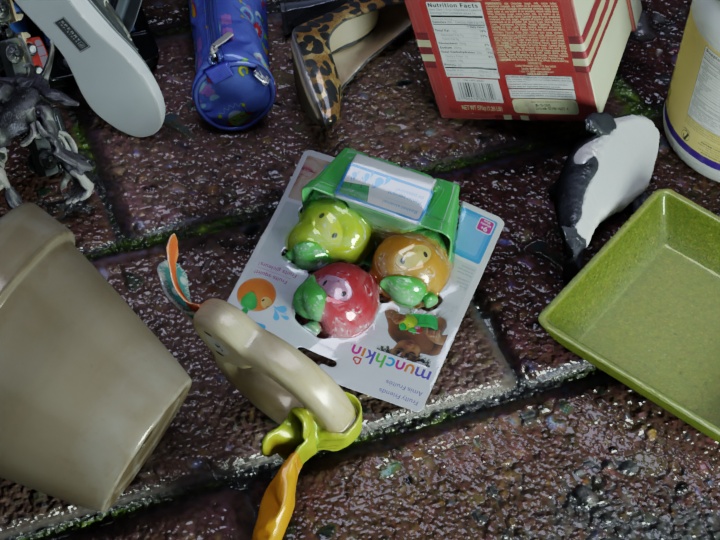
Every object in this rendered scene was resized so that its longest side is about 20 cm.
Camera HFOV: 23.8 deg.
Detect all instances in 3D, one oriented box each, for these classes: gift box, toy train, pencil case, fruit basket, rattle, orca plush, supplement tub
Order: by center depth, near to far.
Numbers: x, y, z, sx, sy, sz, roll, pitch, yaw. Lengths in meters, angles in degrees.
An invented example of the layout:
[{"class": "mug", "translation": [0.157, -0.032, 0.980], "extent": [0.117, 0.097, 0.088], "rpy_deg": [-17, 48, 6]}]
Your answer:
[{"class": "rattle", "translation": [-0.107, 0.093, 1.254], "extent": [0.200, 0.130, 0.143], "rpy_deg": [41, 87, -17]}, {"class": "fruit basket", "translation": [0.000, 0.000, 1.380], "extent": [0.184, 0.094, 0.201], "rpy_deg": [20, 53, 12]}, {"class": "toy train", "translation": [-0.290, -0.180, 1.471], "extent": [0.046, 0.201, 0.034], "rpy_deg": [-24, 12, -39]}, {"class": "orca plush", "translation": [0.198, -0.064, 1.487], "extent": [0.105, 0.071, 0.201], "rpy_deg": [43, 49, -27]}, {"class": "supplement tub", "translation": [0.353, -0.189, 1.500], "extent": [0.144, 0.201, 0.146], "rpy_deg": [2, 48, -3]}, {"class": "gift box", "translation": [0.148, -0.247, 1.553], "extent": [0.183, 0.201, 0.187], "rpy_deg": [7, 51, 21]}, {"class": "pencil case", "translation": [-0.122, -0.221, 1.568], "extent": [0.077, 0.087, 0.201], "rpy_deg": [-17, 48, 10]}]

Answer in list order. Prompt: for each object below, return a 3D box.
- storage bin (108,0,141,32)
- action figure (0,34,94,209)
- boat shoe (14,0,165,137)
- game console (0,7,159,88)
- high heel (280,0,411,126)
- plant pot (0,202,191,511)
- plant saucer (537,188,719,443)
[{"class": "storage bin", "translation": [-0.261, -0.330, 1.549], "extent": [0.133, 0.146, 0.201], "rpy_deg": [10, 39, -21]}, {"class": "action figure", "translation": [-0.291, -0.089, 1.415], "extent": [0.118, 0.102, 0.201], "rpy_deg": [15, 75, 21]}, {"class": "boat shoe", "translation": [-0.230, -0.205, 1.484], "extent": [0.068, 0.200, 0.057], "rpy_deg": [-15, 36, 30]}, {"class": "game console", "translation": [-0.293, -0.275, 1.579], "extent": [0.175, 0.117, 0.201], "rpy_deg": [-13, 51, -15]}, {"class": "high heel", "translation": [0.006, -0.202, 1.566], "extent": [0.141, 0.072, 0.201], "rpy_deg": [-9, 41, -4]}, {"class": "plant pot", "translation": [-0.226, 0.081, 1.244], "extent": [0.173, 0.200, 0.200], "rpy_deg": [34, 53, 2]}, {"class": "plant saucer", "translation": [0.274, 0.047, 1.389], "extent": [0.199, 0.048, 0.200], "rpy_deg": [32, 54, 22]}]
